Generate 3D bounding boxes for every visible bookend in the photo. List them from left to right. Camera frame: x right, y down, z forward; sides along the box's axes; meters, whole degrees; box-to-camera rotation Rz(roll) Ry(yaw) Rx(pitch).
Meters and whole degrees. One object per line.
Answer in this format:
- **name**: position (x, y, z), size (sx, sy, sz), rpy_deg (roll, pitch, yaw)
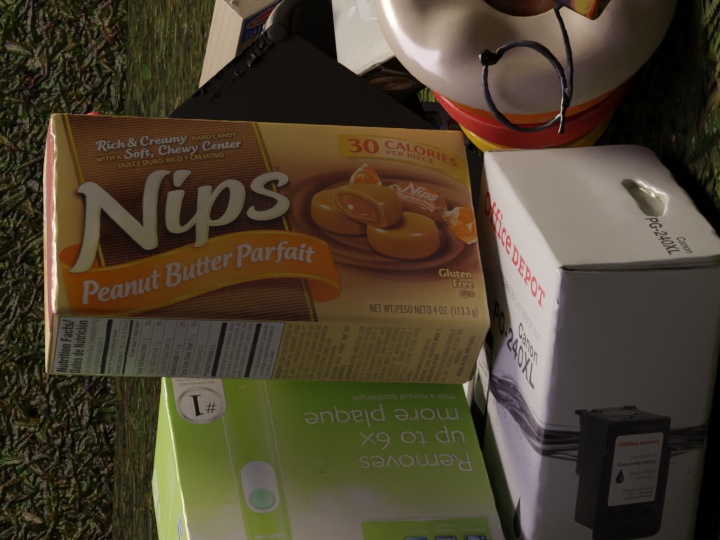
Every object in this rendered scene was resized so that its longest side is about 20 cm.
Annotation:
- **bookend**: position (0.000, 0.000, 1.319), size (0.200, 0.092, 0.199), rpy_deg (35, 153, 23)

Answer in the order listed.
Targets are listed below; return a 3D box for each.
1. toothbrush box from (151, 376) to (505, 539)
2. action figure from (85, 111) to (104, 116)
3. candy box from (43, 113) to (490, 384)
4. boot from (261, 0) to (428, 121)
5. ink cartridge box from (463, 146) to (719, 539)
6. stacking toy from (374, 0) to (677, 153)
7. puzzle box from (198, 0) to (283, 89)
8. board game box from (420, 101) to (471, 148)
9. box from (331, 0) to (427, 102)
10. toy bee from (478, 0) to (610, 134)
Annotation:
- **toothbrush box**: position (-0.012, 0.141, 1.094), size (0.086, 0.145, 0.200), rpy_deg (100, 164, -45)
- **action figure**: position (-0.099, 0.009, 1.268), size (0.200, 0.099, 0.065), rpy_deg (52, 153, -6)
- **candy box**: position (-0.047, -0.010, 1.118), size (0.055, 0.200, 0.116), rpy_deg (105, 164, -52)
- **boot**: position (-0.016, -0.059, 1.440), size (0.204, 0.073, 0.154), rpy_deg (51, 147, -10)
- **ink cartridge box**: position (0.103, 0.057, 1.129), size (0.145, 0.083, 0.200), rpy_deg (-115, 26, -63)
- **stacking toy**: position (0.088, -0.103, 1.215), size (0.200, 0.146, 0.146), rpy_deg (76, -173, -63)
- **puzzle box**: position (-0.016, -0.164, 1.495), size (0.025, 0.200, 0.133), rpy_deg (45, 149, 20)
- **board game box**: position (-0.010, -0.040, 1.576), size (0.200, 0.126, 0.035), rpy_deg (109, 158, -54)
- **box**: position (0.049, -0.214, 1.325), size (0.160, 0.043, 0.200), rpy_deg (-26, 59, 39)
- **toy bee**: position (0.112, -0.149, 1.026), size (0.109, 0.131, 0.200), rpy_deg (-35, -49, -74)
